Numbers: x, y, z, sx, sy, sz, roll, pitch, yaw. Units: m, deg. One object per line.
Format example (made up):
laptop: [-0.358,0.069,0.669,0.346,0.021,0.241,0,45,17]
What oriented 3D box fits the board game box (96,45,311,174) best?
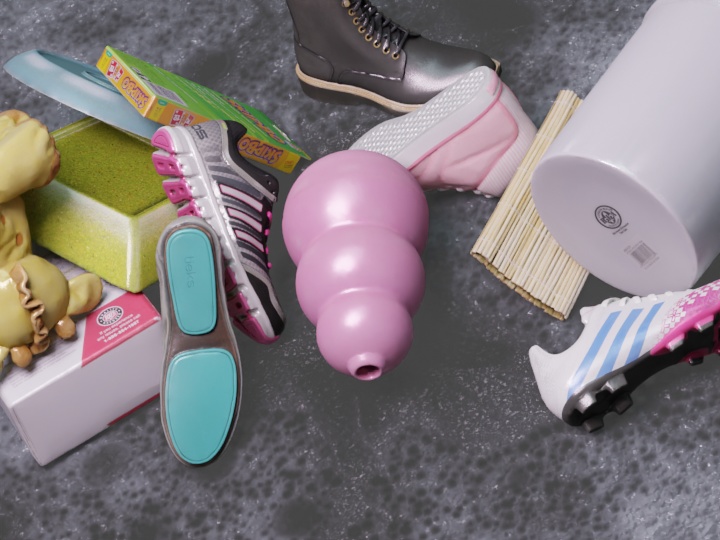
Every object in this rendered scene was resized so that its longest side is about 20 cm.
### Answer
board game box: [-0.136,-0.140,1.783,0.096,0.199,0.030,45,110,42]

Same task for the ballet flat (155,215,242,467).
ballet flat: [-0.130,0.055,1.613,0.067,0.202,0.064,-3,5,-3]

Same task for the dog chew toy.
dog chew toy: [0.000,0.000,1.633,0.123,0.125,0.201,-11,53,8]

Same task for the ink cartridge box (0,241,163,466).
ink cartridge box: [-0.259,0.048,1.693,0.147,0.086,0.200,-31,43,-12]

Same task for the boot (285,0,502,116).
boot: [0.021,-0.215,1.813,0.198,0.139,0.078,3,47,19]

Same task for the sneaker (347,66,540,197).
sneaker: [0.069,-0.090,1.733,0.199,0.105,0.076,-30,33,34]

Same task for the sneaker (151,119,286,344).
sneaker: [-0.097,-0.039,1.671,0.087,0.201,0.074,-25,0,-24]

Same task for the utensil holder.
utensil holder: [0.252,-0.103,1.607,0.169,0.171,0.200,22,58,34]

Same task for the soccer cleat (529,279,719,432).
soccer cleat: [0.221,0.042,1.541,0.199,0.070,0.087,-29,56,-8]

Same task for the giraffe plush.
giraffe plush: [-0.291,-0.013,1.600,0.171,0.163,0.200,-27,22,3]

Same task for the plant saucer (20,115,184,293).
plant saucer: [-0.215,-0.073,1.731,0.198,0.048,0.200,26,30,20]

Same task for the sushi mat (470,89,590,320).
sushi mat: [0.169,-0.057,1.664,0.095,0.012,0.201,35,56,-7]

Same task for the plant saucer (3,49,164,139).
plant saucer: [-0.227,-0.158,1.817,0.199,0.199,0.028,30,100,38]
